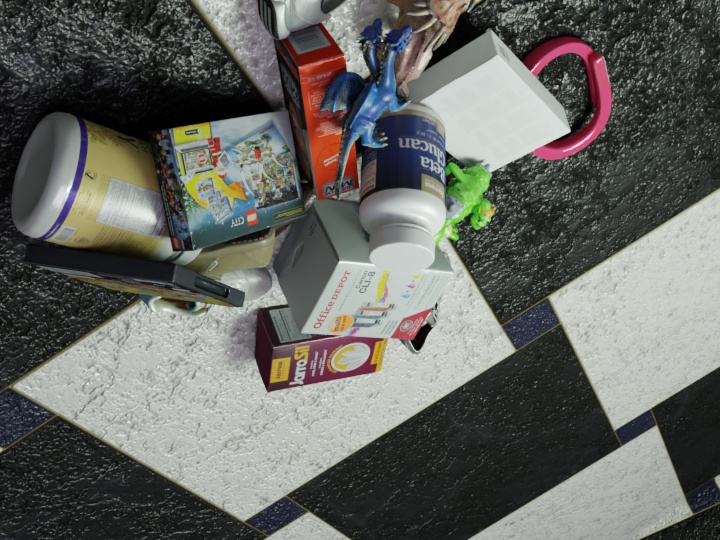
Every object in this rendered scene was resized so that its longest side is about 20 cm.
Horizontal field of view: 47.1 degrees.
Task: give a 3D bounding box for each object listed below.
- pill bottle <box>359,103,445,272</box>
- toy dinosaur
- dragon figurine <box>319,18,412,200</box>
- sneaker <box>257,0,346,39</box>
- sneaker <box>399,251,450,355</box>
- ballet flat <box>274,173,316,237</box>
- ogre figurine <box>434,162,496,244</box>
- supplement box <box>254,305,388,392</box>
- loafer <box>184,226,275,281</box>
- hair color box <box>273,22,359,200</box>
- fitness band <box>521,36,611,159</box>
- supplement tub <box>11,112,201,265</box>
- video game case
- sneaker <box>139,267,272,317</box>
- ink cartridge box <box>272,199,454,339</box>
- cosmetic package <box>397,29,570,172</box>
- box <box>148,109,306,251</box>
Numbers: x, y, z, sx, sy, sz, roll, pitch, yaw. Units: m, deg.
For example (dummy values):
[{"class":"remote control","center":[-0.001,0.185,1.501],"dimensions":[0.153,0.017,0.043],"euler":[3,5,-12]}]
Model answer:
[{"class":"pill bottle","center":[0.055,-0.104,1.060],"dimensions":[0.111,0.200,0.111],"euler":[2,155,1]},{"class":"toy dinosaur","center":[0.066,-0.276,0.981],"dimensions":[0.086,0.136,0.200],"euler":[-5,134,-24]},{"class":"dragon figurine","center":[-0.003,-0.186,0.935],"dimensions":[0.200,0.059,0.099],"euler":[-55,147,2]},{"class":"sneaker","center":[-0.054,-0.353,0.898],"dimensions":[0.115,0.075,0.200],"euler":[-18,148,-18]},{"class":"sneaker","center":[0.113,0.055,1.370],"dimensions":[0.075,0.082,0.200],"euler":[-6,133,-23]},{"class":"ballet flat","center":[-0.115,-0.080,1.142],"dimensions":[0.046,0.067,0.200],"euler":[43,110,-13]},{"class":"ogre figurine","center":[0.122,-0.084,1.158],"dimensions":[0.200,0.098,0.120],"euler":[-20,159,-45]},{"class":"supplement box","center":[-0.063,0.115,1.333],"dimensions":[0.200,0.086,0.110],"euler":[-8,135,-21]},{"class":"loafer","center":[-0.208,-0.019,1.101],"dimensions":[0.200,0.076,0.067],"euler":[-6,129,7]},{"class":"hair color box","center":[-0.053,-0.196,1.021],"dimensions":[0.061,0.102,0.200],"euler":[-19,137,-11]},{"class":"fitness band","center":[0.291,-0.248,1.206],"dimensions":[0.144,0.037,0.200],"euler":[-28,137,3]},{"class":"supplement tub","center":[-0.286,-0.087,0.971],"dimensions":[0.200,0.145,0.145],"euler":[17,122,-39]},{"class":"video game case","center":[-0.267,0.008,1.001],"dimensions":[0.200,0.026,0.181],"euler":[7,171,18]},{"class":"sneaker","center":[-0.216,0.029,1.171],"dimensions":[0.200,0.081,0.077],"euler":[0,130,-29]},{"class":"ink cartridge box","center":[0.000,0.000,1.210],"dimensions":[0.200,0.145,0.145],"euler":[6,129,-31]},{"class":"cosmetic package","center":[0.169,-0.218,1.122],"dimensions":[0.151,0.052,0.200],"euler":[-28,142,29]},{"class":"box","center":[-0.151,-0.111,0.983],"dimensions":[0.200,0.038,0.137],"euler":[-23,109,-51]}]
